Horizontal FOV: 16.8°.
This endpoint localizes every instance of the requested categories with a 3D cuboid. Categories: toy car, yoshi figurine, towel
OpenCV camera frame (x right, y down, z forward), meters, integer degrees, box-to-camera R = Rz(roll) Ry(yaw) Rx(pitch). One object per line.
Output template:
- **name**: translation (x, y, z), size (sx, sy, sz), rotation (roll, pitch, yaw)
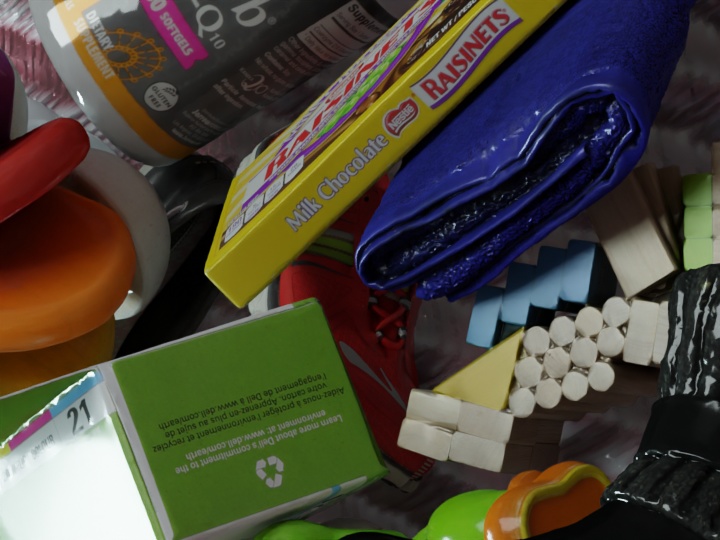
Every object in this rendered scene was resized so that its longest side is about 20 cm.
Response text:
- **toy car**: translation (-0.178, -0.032, 1.025), size (0.175, 0.200, 0.150), rotation (-42, -12, -35)
- **yoshi figurine**: translation (0.010, 0.134, 0.907), size (0.199, 0.112, 0.113), rotation (-16, 64, 45)
- **towel**: translation (0.083, -0.079, 0.923), size (0.147, 0.050, 0.200), rotation (-34, 20, 42)

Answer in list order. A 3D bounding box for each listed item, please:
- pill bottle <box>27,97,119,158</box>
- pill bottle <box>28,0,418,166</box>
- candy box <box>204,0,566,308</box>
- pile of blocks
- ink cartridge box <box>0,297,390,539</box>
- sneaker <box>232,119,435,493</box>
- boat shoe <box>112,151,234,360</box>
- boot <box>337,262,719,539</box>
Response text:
- **pill bottle**: translation (-0.205, -0.038, 1.228), size (0.199, 0.115, 0.116), rotation (15, 80, 49)
- **pill bottle**: translation (-0.040, -0.142, 1.089), size (0.199, 0.116, 0.117), rotation (-31, 47, 15)
- **candy box**: translation (0.018, -0.075, 0.950), size (0.200, 0.026, 0.102), rotation (-43, 12, 19)
- **pile of blocks**: translation (0.103, 0.012, 0.900), size (0.199, 0.062, 0.083), rotation (-30, 71, 25)
- **ink cartridge box**: translation (-0.114, 0.090, 0.922), size (0.148, 0.199, 0.076), rotation (-35, 76, 56)
- **sneaker**: translation (0.000, 0.000, 1.018), size (0.085, 0.077, 0.201), rotation (-37, 46, 20)
- **boat shoe**: translation (-0.120, 0.033, 1.134), size (0.201, 0.067, 0.057), rotation (-56, 35, 3)
- **boot**: translation (0.087, 0.071, 0.789), size (0.079, 0.210, 0.159), rotation (177, 106, -80)
